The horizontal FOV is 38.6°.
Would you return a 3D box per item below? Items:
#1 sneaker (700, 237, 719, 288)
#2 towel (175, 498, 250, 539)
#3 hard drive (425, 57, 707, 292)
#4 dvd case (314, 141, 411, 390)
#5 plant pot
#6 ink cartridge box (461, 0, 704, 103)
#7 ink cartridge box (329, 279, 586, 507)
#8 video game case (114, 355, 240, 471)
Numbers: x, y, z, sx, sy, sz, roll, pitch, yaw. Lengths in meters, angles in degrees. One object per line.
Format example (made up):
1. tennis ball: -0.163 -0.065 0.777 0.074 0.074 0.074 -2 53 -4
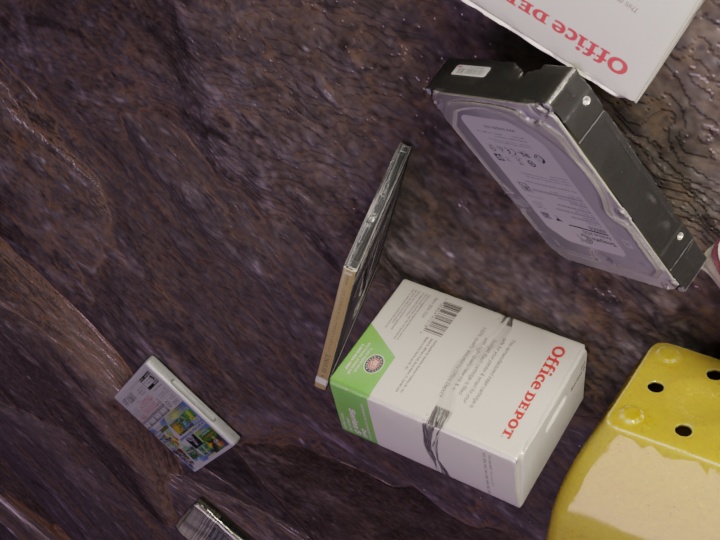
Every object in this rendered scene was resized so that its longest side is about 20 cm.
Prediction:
1. sneaker: 0.331 0.046 0.743 0.201 0.075 0.090 52 154 -6
2. towel: -0.250 0.507 1.875 0.192 0.035 0.200 39 147 1
3. hard drive: 0.147 -0.068 0.742 0.200 0.038 0.139 44 168 -33
4. dvd case: 0.000 0.000 0.939 0.016 0.150 0.201 20 144 4
5. plant pot: 0.272 0.181 0.850 0.194 0.194 0.202 18 132 30
6. ink cartridge box: 0.152 -0.220 0.590 0.147 0.086 0.201 35 148 8
7. ink cartridge box: 0.094 0.111 0.974 0.199 0.146 0.084 20 143 28
8. video game case: -0.289 0.227 1.603 0.182 0.022 0.200 44 146 -5
